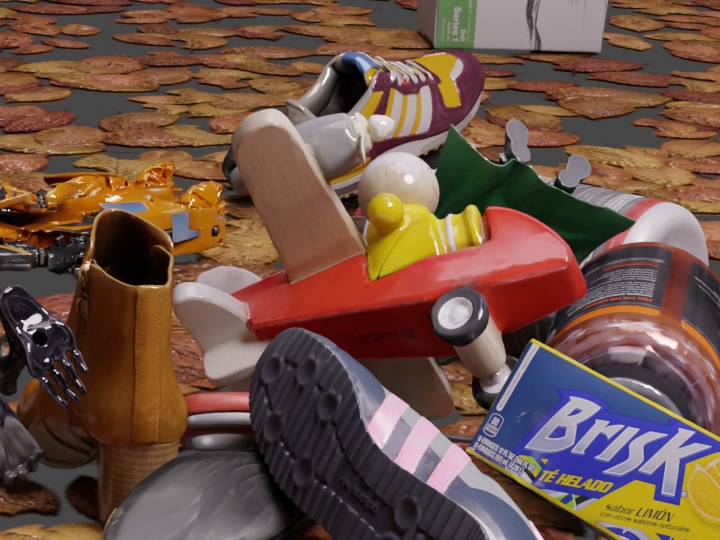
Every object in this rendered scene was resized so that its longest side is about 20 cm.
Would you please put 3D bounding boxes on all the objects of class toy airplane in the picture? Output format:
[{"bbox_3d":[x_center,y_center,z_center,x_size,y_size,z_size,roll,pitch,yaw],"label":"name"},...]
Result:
[{"bbox_3d":[0.000,0.000,1.173,0.198,0.200,0.142,22,56,-12],"label":"toy airplane"}]

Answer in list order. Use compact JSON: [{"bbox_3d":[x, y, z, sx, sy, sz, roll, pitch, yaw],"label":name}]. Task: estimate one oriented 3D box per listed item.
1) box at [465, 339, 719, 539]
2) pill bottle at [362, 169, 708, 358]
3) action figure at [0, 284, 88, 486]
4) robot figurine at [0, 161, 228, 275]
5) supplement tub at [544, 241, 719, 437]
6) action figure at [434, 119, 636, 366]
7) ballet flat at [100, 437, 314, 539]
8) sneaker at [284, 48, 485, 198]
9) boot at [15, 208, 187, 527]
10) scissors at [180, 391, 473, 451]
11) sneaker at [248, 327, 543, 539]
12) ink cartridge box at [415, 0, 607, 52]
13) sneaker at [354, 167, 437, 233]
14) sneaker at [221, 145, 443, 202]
[{"bbox_3d":[0.148,0.106,0.994,0.200,0.064,0.070,28,-5,38],"label":"box"},{"bbox_3d":[0.106,-0.002,1.378,0.199,0.116,0.116,15,19,34],"label":"pill bottle"},{"bbox_3d":[-0.219,0.069,1.095,0.118,0.103,0.200,-17,-2,-33],"label":"action figure"},{"bbox_3d":[-0.203,-0.037,1.545,0.199,0.059,0.145,-6,17,-32],"label":"robot figurine"},{"bbox_3d":[0.147,0.058,1.181,0.106,0.108,0.200,6,17,10],"label":"supplement tub"},{"bbox_3d":[0.060,-0.002,1.279,0.118,0.200,0.055,30,43,-8],"label":"action figure"},{"bbox_3d":[-0.052,0.115,1.077,0.066,0.057,0.200,41,37,21],"label":"ballet flat"},{"bbox_3d":[0.022,-0.133,1.665,0.075,0.090,0.200,24,47,35],"label":"sneaker"},{"bbox_3d":[-0.130,0.037,1.132,0.070,0.145,0.201,-2,16,-22],"label":"boot"},{"bbox_3d":[-0.005,0.084,1.177,0.199,0.014,0.073,3,-25,-11],"label":"scissors"},{"bbox_3d":[0.020,0.102,1.037,0.082,0.070,0.200,19,22,-45],"label":"sneaker"},{"bbox_3d":[0.174,-0.306,2.550,0.199,0.085,0.146,2,16,-8],"label":"ink cartridge box"},{"bbox_3d":[0.040,-0.031,1.591,0.086,0.074,0.200,-7,9,1],"label":"sneaker"},{"bbox_3d":[-0.017,-0.077,1.732,0.199,0.075,0.085,1,21,21],"label":"sneaker"}]
